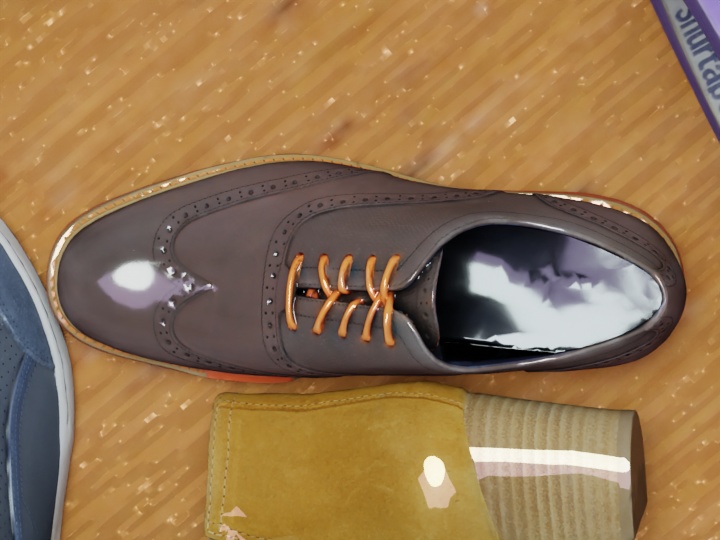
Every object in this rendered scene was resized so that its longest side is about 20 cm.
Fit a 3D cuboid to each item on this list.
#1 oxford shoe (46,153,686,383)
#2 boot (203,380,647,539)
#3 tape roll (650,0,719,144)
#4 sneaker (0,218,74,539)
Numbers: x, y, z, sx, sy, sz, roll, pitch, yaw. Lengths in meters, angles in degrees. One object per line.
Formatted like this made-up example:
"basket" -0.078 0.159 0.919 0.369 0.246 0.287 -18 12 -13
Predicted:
"oxford shoe" 0.000 0.000 0.843 0.198 0.073 0.072 -2 93 3
"boot" 0.019 0.133 0.860 0.143 0.071 0.203 -2 98 14
"tape roll" 0.148 -0.045 0.770 0.085 0.200 0.201 -28 91 5
"sneaker" -0.130 0.072 0.819 0.076 0.146 0.204 -7 91 5
